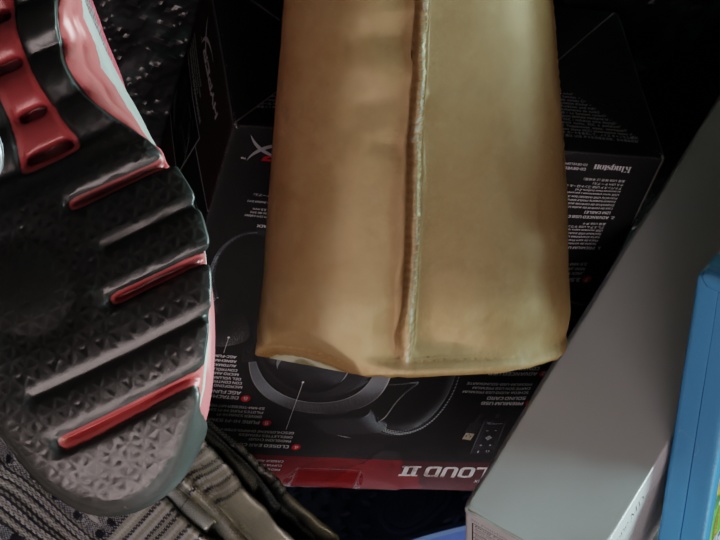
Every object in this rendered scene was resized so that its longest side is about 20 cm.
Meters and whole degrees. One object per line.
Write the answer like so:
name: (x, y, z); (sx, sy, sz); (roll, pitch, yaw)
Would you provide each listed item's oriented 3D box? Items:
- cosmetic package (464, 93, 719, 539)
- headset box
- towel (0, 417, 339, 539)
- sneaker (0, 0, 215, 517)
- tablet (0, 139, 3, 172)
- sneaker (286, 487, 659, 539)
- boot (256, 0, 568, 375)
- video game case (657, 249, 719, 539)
cosmetic package: (0.103, 0.027, 0.864); (0.051, 0.200, 0.083); (28, 156, 14)
headset box: (0.000, 0.000, 0.896); (0.148, 0.077, 0.200); (3, 138, -16)
towel: (-0.129, 0.084, 0.905); (0.193, 0.035, 0.200); (45, 128, -3)
sneaker: (-0.082, -0.029, 0.715); (0.073, 0.201, 0.087); (-19, 169, 3)
tablet: (-0.203, -0.046, 0.647); (0.199, 0.014, 0.131); (-22, 96, 5)
sneaker: (0.032, 0.115, 1.001); (0.199, 0.070, 0.078); (-12, 124, 31)
boot: (-0.016, -0.068, 0.744); (0.174, 0.066, 0.201); (-1, 106, -12)
video game case: (0.157, 0.007, 0.864); (0.018, 0.200, 0.144); (23, 133, 23)
